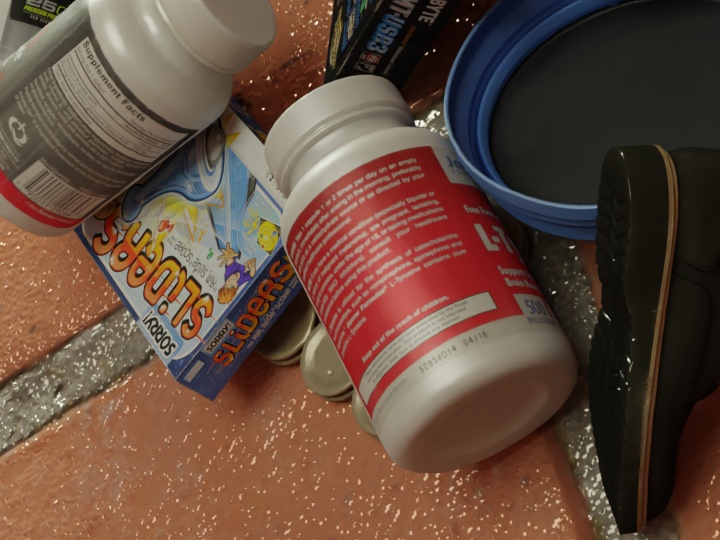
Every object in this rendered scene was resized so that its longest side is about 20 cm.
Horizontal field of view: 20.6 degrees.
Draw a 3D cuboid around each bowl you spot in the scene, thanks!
[{"bbox_3d":[0.144,-0.097,1.044,0.200,0.039,0.201,-14,46,15],"label":"bowl"}]

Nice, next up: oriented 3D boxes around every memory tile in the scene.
[{"bbox_3d":[0.000,0.000,1.169,0.200,0.017,0.154,35,93,41],"label":"memory tile"}]

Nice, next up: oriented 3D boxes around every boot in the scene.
[{"bbox_3d":[0.187,0.035,0.965,0.078,0.137,0.201,-108,16,-60],"label":"boot"}]

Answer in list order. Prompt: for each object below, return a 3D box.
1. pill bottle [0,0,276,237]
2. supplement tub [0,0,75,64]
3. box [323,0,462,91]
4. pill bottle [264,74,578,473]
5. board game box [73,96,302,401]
[{"bbox_3d":[-0.149,-0.116,1.217,0.200,0.110,0.111,-34,53,27],"label":"pill bottle"},{"bbox_3d":[-0.225,-0.201,1.362,0.122,0.122,0.201,-1,70,37],"label":"supplement tub"},{"bbox_3d":[0.032,-0.222,1.150,0.199,0.049,0.201,127,153,-67],"label":"box"},{"bbox_3d":[0.025,-0.002,1.060,0.112,0.112,0.201,-37,62,19],"label":"pill bottle"},{"bbox_3d":[-0.098,-0.028,1.224,0.136,0.034,0.200,-52,39,8],"label":"board game box"}]
